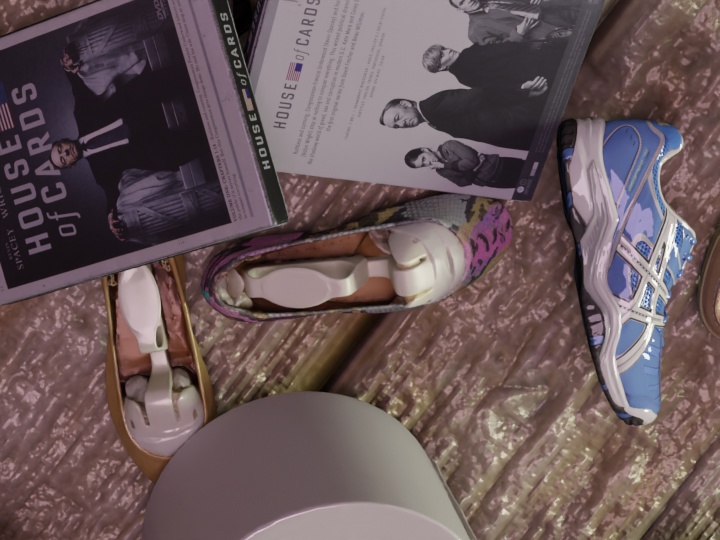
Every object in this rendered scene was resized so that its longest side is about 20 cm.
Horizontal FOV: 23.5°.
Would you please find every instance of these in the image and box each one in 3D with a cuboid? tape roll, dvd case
[{"bbox_3d":[-0.029,0.194,1.061,0.201,0.139,0.204,-5,114,-12],"label":"tape roll"},{"bbox_3d":[0.030,-0.117,1.014,0.199,0.025,0.151,6,125,-18],"label":"dvd case"},{"bbox_3d":[-0.149,-0.075,0.997,0.199,0.025,0.151,-15,93,26],"label":"dvd case"}]

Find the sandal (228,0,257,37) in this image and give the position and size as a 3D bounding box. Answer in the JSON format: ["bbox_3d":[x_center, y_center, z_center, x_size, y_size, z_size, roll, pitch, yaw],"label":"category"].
[{"bbox_3d":[-0.084,-0.182,1.017,0.054,0.082,0.201,-3,98,-33],"label":"sandal"}]

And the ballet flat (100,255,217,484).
[{"bbox_3d":[-0.131,0.055,1.074,0.068,0.063,0.201,-11,106,0],"label":"ballet flat"}]

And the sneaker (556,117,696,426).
[{"bbox_3d":[0.171,0.002,1.072,0.077,0.076,0.201,-9,107,3],"label":"sneaker"}]

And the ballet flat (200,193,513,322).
[{"bbox_3d":[0.000,0.000,1.063,0.199,0.071,0.070,-10,105,-1],"label":"ballet flat"}]

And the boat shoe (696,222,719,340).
[{"bbox_3d":[0.280,-0.036,1.074,0.071,0.065,0.201,30,101,-11],"label":"boat shoe"}]
